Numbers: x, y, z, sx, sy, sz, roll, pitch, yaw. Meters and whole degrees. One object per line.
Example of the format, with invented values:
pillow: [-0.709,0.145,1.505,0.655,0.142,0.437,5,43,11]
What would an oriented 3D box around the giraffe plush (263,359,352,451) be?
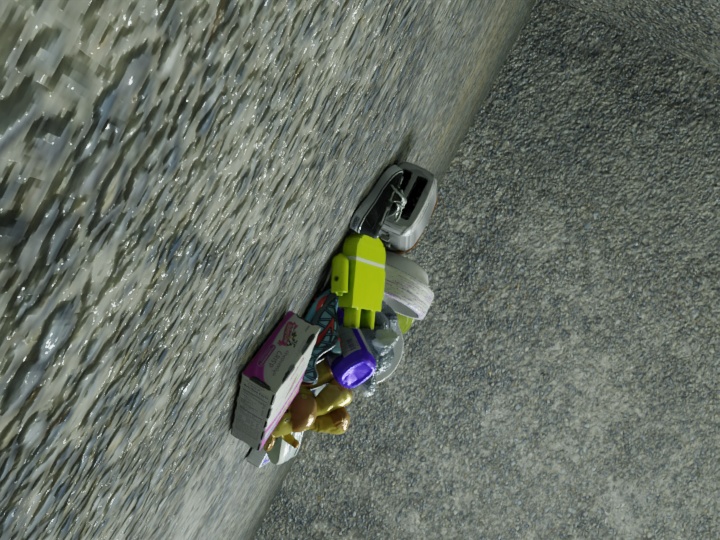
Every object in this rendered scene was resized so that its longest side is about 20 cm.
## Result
giraffe plush: [-0.127,0.260,1.045,0.200,0.173,0.162,-29,167,9]

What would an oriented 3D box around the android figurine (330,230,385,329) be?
android figurine: [0.002,0.011,1.041,0.182,0.041,0.200,12,80,-61]

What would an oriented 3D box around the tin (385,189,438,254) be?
tin: [0.104,-0.133,1.284,0.200,0.112,0.042,-64,164,7]

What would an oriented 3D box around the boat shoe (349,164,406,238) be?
boat shoe: [0.051,-0.131,1.041,0.199,0.068,0.074,-55,171,-48]

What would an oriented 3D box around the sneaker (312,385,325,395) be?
sneaker: [-0.097,0.237,1.465,0.075,0.088,0.200,42,53,-61]

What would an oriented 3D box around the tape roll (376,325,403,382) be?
tape roll: [0.002,0.180,1.342,0.203,0.202,0.071,-60,-178,-15]

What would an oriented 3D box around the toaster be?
toaster: [0.099,-0.146,1.175,0.200,0.114,0.129,-61,172,-6]

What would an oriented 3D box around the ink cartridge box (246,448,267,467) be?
ink cartridge box: [-0.192,0.367,1.320,0.200,0.043,0.198,-59,173,-12]

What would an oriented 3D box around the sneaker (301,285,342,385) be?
sneaker: [-0.069,0.123,1.020,0.200,0.095,0.079,-60,173,-18]

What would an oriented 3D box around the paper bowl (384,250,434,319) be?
paper bowl: [0.078,0.027,1.282,0.201,0.200,0.104,89,26,-77]

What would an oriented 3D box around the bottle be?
bottle: [-0.036,0.139,1.082,0.084,0.065,0.200,-38,-142,6]

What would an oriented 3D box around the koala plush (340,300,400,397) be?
koala plush: [0.017,0.157,1.189,0.178,0.184,0.200,-66,-158,18]

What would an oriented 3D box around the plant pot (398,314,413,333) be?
plant pot: [0.036,0.146,1.665,0.193,0.200,0.201,-32,151,-56]

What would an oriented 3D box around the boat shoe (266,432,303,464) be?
boat shoe: [-0.150,0.327,1.191,0.071,0.070,0.201,-2,114,-46]

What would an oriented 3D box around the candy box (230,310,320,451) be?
candy box: [-0.137,0.177,0.862,0.136,0.061,0.200,-56,172,-44]

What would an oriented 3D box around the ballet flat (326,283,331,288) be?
ballet flat: [0.000,0.000,1.145,0.200,0.075,0.068,-57,-178,-42]
